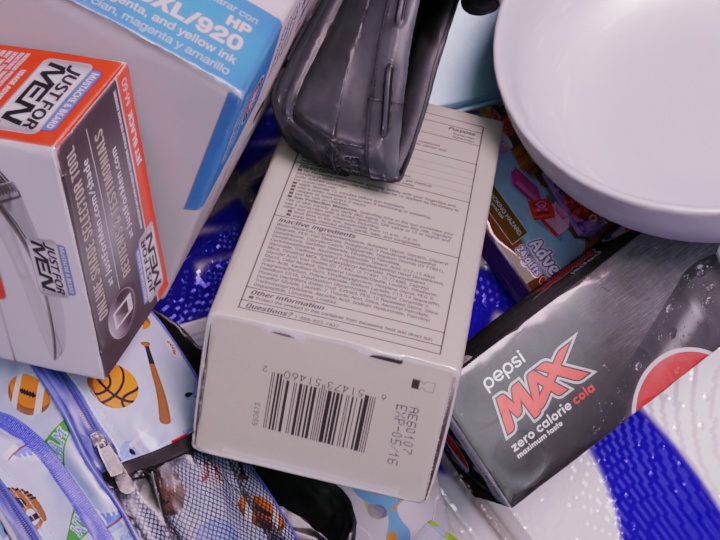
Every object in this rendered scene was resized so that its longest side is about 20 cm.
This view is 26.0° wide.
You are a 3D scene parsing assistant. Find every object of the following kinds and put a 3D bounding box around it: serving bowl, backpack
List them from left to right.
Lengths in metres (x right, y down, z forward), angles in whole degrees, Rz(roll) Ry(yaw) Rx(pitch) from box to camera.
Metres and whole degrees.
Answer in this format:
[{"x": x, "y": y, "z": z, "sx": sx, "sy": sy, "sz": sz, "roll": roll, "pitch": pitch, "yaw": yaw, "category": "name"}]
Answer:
[{"x": -0.128, "y": 0.111, "z": 0.679, "sx": 0.153, "sy": 0.200, "sz": 0.192, "roll": -7, "pitch": 63, "yaw": -48, "category": "backpack"}, {"x": 0.162, "y": -0.090, "z": 0.720, "sx": 0.197, "sy": 0.066, "sz": 0.202, "roll": -6, "pitch": 56, "yaw": 8, "category": "serving bowl"}]

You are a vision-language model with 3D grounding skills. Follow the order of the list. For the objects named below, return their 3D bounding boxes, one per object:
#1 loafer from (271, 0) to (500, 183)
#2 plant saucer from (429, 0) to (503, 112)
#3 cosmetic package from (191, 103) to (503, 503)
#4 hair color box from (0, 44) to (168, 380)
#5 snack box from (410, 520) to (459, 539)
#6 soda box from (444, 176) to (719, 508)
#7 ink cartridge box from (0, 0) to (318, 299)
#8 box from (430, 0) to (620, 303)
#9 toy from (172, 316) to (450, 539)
[{"x": 0.032, "y": -0.133, "z": 0.669, "sx": 0.070, "sy": 0.068, "sz": 0.202, "roll": 24, "pitch": 88, "yaw": 20, "category": "loafer"}, {"x": 0.103, "y": -0.126, "z": 0.781, "sx": 0.198, "sy": 0.019, "sz": 0.071, "roll": -15, "pitch": 87, "yaw": -12, "category": "plant saucer"}, {"x": 0.000, "y": 0.000, "z": 0.683, "sx": 0.102, "sy": 0.201, "sz": 0.074, "roll": 13, "pitch": 124, "yaw": 3, "category": "cosmetic package"}, {"x": -0.183, "y": -0.034, "z": 0.615, "sx": 0.198, "sy": 0.112, "sz": 0.064, "roll": 11, "pitch": 42, "yaw": 18, "category": "hair color box"}, {"x": 0.011, "y": 0.236, "z": 0.726, "sx": 0.200, "sy": 0.053, "sz": 0.143, "roll": -45, "pitch": 121, "yaw": -11, "category": "snack box"}, {"x": 0.122, "y": 0.026, "z": 0.747, "sx": 0.199, "sy": 0.063, "sz": 0.071, "roll": -36, "pitch": 93, "yaw": -11, "category": "soda box"}, {"x": -0.095, "y": -0.127, "z": 0.681, "sx": 0.143, "sy": 0.148, "sz": 0.201, "roll": 26, "pitch": 51, "yaw": -3, "category": "ink cartridge box"}, {"x": 0.106, "y": -0.066, "z": 0.805, "sx": 0.136, "sy": 0.039, "sz": 0.201, "roll": -37, "pitch": 91, "yaw": -11, "category": "box"}, {"x": -0.020, "y": 0.110, "z": 0.762, "sx": 0.114, "sy": 0.047, "sz": 0.203, "roll": -15, "pitch": 94, "yaw": -23, "category": "toy"}]
